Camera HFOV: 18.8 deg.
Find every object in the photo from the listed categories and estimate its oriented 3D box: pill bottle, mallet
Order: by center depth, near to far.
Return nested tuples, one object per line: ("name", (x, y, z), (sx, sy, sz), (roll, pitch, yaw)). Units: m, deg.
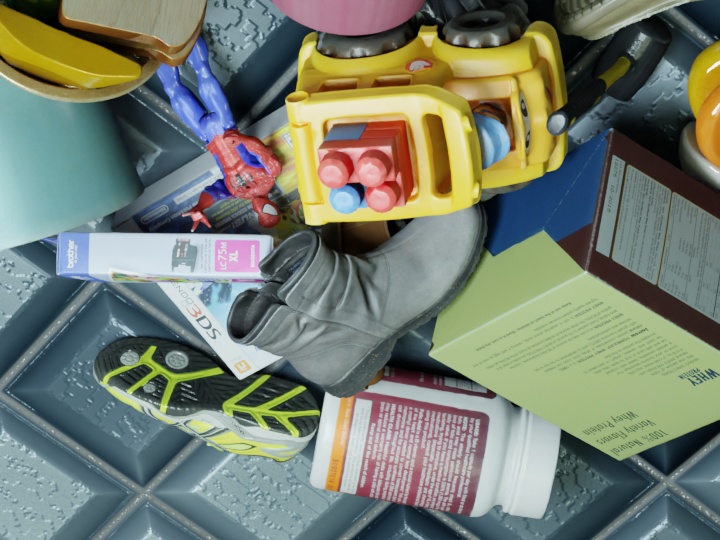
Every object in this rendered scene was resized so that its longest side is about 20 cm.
("mallet", (0.183, -0.145, 1.605), (0.041, 0.200, 0.066), (37, 114, 7))
("pill bottle", (0.064, 0.146, 1.848), (0.200, 0.114, 0.114), (11, 123, 0))

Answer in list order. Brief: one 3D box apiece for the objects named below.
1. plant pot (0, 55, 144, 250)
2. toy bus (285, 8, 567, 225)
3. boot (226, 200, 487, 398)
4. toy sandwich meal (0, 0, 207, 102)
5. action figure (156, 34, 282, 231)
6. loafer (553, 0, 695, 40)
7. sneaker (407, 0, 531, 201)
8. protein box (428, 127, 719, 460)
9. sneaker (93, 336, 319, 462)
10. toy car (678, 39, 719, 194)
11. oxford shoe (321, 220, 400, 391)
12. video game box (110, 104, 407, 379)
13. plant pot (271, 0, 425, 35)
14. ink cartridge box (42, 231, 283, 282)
("plant pot", (-0.285, -0.111, 1.680), (0.201, 0.201, 0.161), (-12, 102, 13))
("toy bus", (0.043, -0.097, 1.567), (0.200, 0.192, 0.136), (-3, 113, 12))
("boot", (0.000, 0.000, 1.654), (0.200, 0.070, 0.132), (-53, 132, 2))
("toy sandwich meal", (-0.207, -0.214, 1.607), (0.205, 0.205, 0.070), (31, 149, -13))
("action figure", (-0.124, -0.112, 1.682), (0.065, 0.099, 0.200), (-28, 100, 21))
("loafer", (0.235, -0.225, 1.612), (0.200, 0.076, 0.067), (-30, 129, 24))
("sneaker", (0.089, -0.148, 1.678), (0.114, 0.075, 0.200), (-20, 116, 21))
("protein box", (0.199, 0.024, 1.687), (0.200, 0.135, 0.199), (29, 146, -23))
("sneaker", (-0.138, 0.120, 1.879), (0.200, 0.075, 0.076), (20, 139, 2))
("toy car", (0.343, -0.102, 1.637), (0.200, 0.150, 0.175), (18, 122, -6))
("oxford shoe", (0.009, 0.011, 1.744), (0.071, 0.071, 0.200), (-4, 122, 1))
("video game box", (-0.074, -0.023, 1.796), (0.200, 0.047, 0.182), (-29, 117, 22))
("plant pot", (-0.003, -0.275, 1.552), (0.200, 0.200, 0.179), (8, 139, 1))
("ink cartridge box", (-0.160, -0.010, 1.719), (0.200, 0.119, 0.042), (3, 88, 6))
